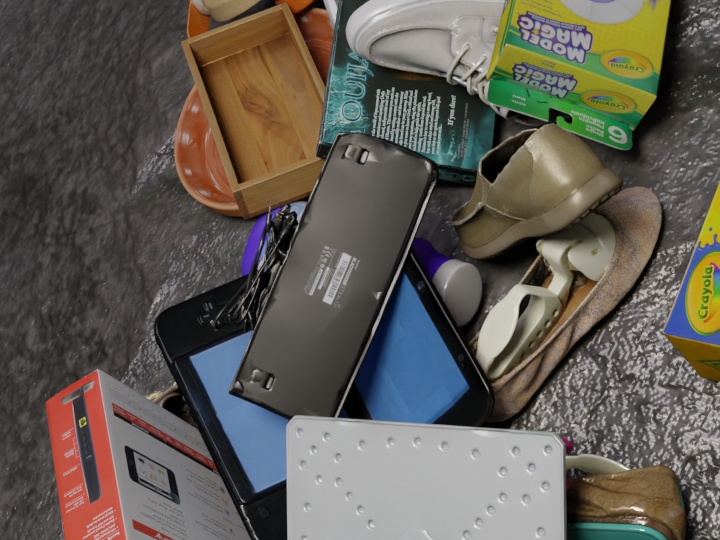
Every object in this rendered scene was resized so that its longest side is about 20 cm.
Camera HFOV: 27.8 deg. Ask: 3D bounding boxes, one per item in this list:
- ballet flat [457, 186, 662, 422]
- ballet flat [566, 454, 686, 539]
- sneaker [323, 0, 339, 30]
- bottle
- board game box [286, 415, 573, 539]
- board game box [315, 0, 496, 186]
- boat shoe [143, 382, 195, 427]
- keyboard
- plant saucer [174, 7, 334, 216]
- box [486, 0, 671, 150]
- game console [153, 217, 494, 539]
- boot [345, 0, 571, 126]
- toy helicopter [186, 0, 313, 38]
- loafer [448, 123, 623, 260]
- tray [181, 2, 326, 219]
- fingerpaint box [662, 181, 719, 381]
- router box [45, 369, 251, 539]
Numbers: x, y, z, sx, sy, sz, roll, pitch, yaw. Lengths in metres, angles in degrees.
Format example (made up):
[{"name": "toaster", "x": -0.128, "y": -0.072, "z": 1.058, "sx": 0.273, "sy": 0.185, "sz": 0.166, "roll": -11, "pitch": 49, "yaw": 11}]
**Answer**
[{"name": "ballet flat", "x": 0.133, "y": 0.015, "z": 0.991, "sx": 0.068, "sy": 0.067, "sz": 0.201, "roll": 32, "pitch": 85, "yaw": 43}, {"name": "ballet flat", "x": 0.115, "y": 0.151, "z": 0.932, "sx": 0.199, "sy": 0.068, "sz": 0.073, "roll": -10, "pitch": 39, "yaw": 32}, {"name": "sneaker", "x": 0.027, "y": -0.264, "z": 1.210, "sx": 0.111, "sy": 0.078, "sz": 0.201, "roll": -13, "pitch": 49, "yaw": 16}, {"name": "bottle", "x": 0.000, "y": 0.000, "z": 1.098, "sx": 0.199, "sy": 0.065, "sz": 0.084, "roll": 15, "pitch": 79, "yaw": 40}, {"name": "board game box", "x": 0.042, "y": 0.196, "z": 0.914, "sx": 0.199, "sy": 0.026, "sz": 0.202, "roll": 0, "pitch": 92, "yaw": 33}, {"name": "board game box", "x": 0.043, "y": -0.171, "z": 1.130, "sx": 0.134, "sy": 0.028, "sz": 0.202, "roll": 10, "pitch": 69, "yaw": -5}, {"name": "boat shoe", "x": -0.136, "y": 0.116, "z": 1.131, "sx": 0.199, "sy": 0.059, "sz": 0.072, "roll": -9, "pitch": 60, "yaw": 32}, {"name": "keyboard", "x": -0.028, "y": 0.001, "z": 0.993, "sx": 0.103, "sy": 0.040, "sz": 0.201, "roll": 24, "pitch": 88, "yaw": 2}, {"name": "plant saucer", "x": -0.074, "y": -0.135, "z": 1.257, "sx": 0.199, "sy": 0.032, "sz": 0.202, "roll": -19, "pitch": 53, "yaw": 27}, {"name": "box", "x": 0.161, "y": -0.186, "z": 1.044, "sx": 0.116, "sy": 0.048, "sz": 0.201, "roll": 18, "pitch": 60, "yaw": -5}, {"name": "game console", "x": -0.032, "y": 0.064, "z": 1.002, "sx": 0.171, "sy": 0.119, "sz": 0.201, "roll": -23, "pitch": 68, "yaw": -16}, {"name": "boot", "x": 0.093, "y": -0.156, "z": 1.068, "sx": 0.198, "sy": 0.074, "sz": 0.096, "roll": -5, "pitch": 57, "yaw": -9}, {"name": "toy helicopter", "x": -0.105, "y": -0.279, "z": 1.327, "sx": 0.132, "sy": 0.079, "sz": 0.201, "roll": -32, "pitch": 27, "yaw": 19}, {"name": "loafer", "x": 0.112, "y": -0.058, "z": 0.994, "sx": 0.076, "sy": 0.068, "sz": 0.200, "roll": -31, "pitch": 3, "yaw": -21}, {"name": "tray", "x": -0.076, "y": -0.134, "z": 1.187, "sx": 0.098, "sy": 0.037, "sz": 0.201, "roll": -21, "pitch": 47, "yaw": -2}, {"name": "fingerpaint box", "x": 0.300, "y": -0.021, "z": 0.886, "sx": 0.166, "sy": 0.073, "sz": 0.201, "roll": 13, "pitch": 72, "yaw": 40}, {"name": "router box", "x": -0.121, "y": 0.186, "z": 0.983, "sx": 0.049, "sy": 0.200, "sz": 0.180, "roll": -31, "pitch": 50, "yaw": 16}]
